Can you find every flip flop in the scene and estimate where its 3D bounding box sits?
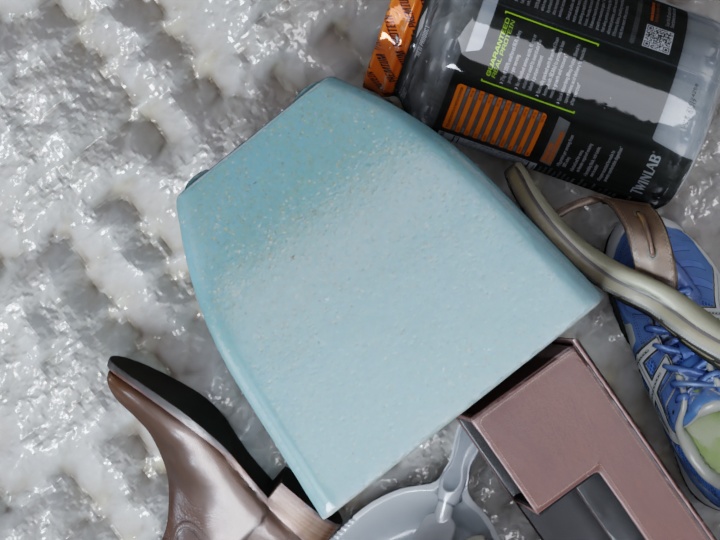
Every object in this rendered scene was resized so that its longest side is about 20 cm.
[{"bbox_3d":[0.170,-0.005,1.111,0.200,0.081,0.058,35,93,11],"label":"flip flop"}]

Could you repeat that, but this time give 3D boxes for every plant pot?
[{"bbox_3d":[0.000,0.000,1.111,0.196,0.196,0.200,-39,88,2],"label":"plant pot"}]

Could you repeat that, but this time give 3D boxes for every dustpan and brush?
[{"bbox_3d":[0.048,0.165,1.175,0.140,0.057,0.200,17,65,22],"label":"dustpan and brush"}]

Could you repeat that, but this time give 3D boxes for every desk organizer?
[{"bbox_3d":[0.145,0.141,1.102,0.077,0.072,0.200,-36,93,-6],"label":"desk organizer"}]

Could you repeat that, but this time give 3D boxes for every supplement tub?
[{"bbox_3d":[0.110,-0.123,1.133,0.200,0.123,0.123,20,93,-1],"label":"supplement tub"}]

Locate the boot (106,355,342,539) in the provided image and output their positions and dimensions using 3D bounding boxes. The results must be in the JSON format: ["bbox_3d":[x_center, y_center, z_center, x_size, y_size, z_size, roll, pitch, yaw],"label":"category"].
[{"bbox_3d":[-0.139,0.180,1.187,0.186,0.064,0.200,39,99,5],"label":"boot"}]

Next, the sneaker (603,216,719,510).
[{"bbox_3d":[0.210,0.057,1.167,0.076,0.077,0.200,-24,91,3],"label":"sneaker"}]

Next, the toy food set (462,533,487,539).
[{"bbox_3d":[0.057,0.268,1.112,0.143,0.060,0.200,-26,100,20],"label":"toy food set"}]
